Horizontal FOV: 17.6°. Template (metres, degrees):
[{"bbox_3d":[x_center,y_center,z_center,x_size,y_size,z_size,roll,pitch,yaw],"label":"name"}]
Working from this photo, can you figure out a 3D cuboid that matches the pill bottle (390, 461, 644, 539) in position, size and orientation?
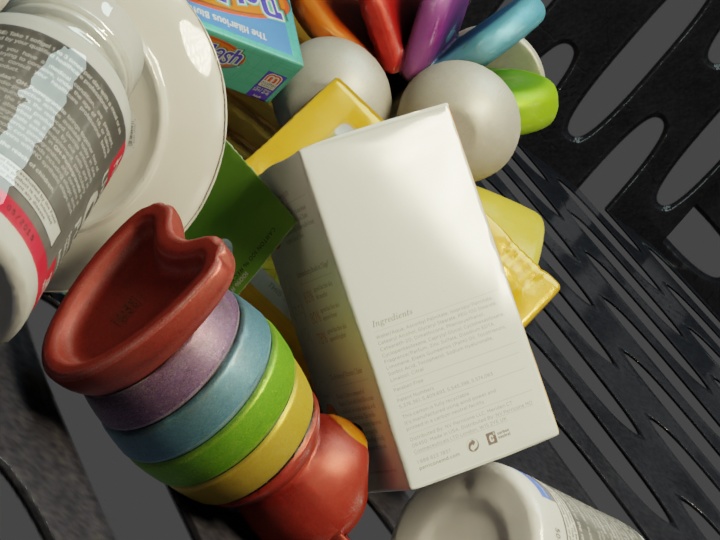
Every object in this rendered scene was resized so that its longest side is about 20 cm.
[{"bbox_3d":[0.116,0.195,1.425,0.200,0.114,0.114,29,16,-47],"label":"pill bottle"}]

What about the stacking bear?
[{"bbox_3d":[-0.069,0.078,1.267,0.200,0.114,0.121,47,-8,-30],"label":"stacking bear"}]

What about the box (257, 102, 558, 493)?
[{"bbox_3d":[0.021,0.020,1.351,0.124,0.097,0.201,160,-88,-72],"label":"box"}]

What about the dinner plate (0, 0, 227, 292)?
[{"bbox_3d":[-0.174,-0.086,1.296,0.200,0.200,0.024,40,6,-4],"label":"dinner plate"}]

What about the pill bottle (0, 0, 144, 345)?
[{"bbox_3d":[-0.182,-0.061,1.184,0.111,0.111,0.200,38,43,-14],"label":"pill bottle"}]

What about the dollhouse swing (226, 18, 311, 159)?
[{"bbox_3d":[-0.094,-0.112,1.691,0.176,0.200,0.182,42,10,1],"label":"dollhouse swing"}]

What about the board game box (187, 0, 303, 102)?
[{"bbox_3d":[-0.123,-0.218,1.525,0.152,0.045,0.201,17,46,-36],"label":"board game box"}]

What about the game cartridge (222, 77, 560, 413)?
[{"bbox_3d":[0.000,0.000,1.457,0.200,0.176,0.032,42,-27,6],"label":"game cartridge"}]

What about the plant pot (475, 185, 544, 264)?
[{"bbox_3d":[-0.001,0.017,1.578,0.188,0.201,0.201,23,13,-6],"label":"plant pot"}]

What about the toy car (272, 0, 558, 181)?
[{"bbox_3d":[0.041,-0.155,1.589,0.199,0.151,0.175,12,20,11],"label":"toy car"}]

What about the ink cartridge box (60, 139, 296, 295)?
[{"bbox_3d":[-0.152,-0.046,1.354,0.200,0.148,0.076,48,14,32],"label":"ink cartridge box"}]
